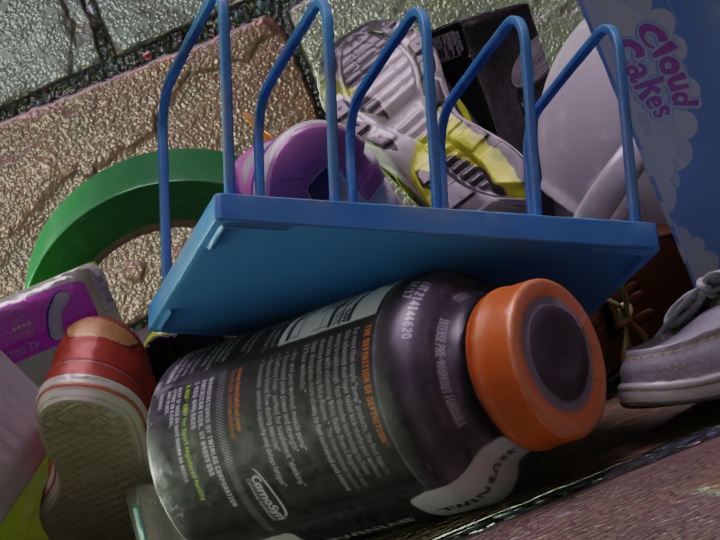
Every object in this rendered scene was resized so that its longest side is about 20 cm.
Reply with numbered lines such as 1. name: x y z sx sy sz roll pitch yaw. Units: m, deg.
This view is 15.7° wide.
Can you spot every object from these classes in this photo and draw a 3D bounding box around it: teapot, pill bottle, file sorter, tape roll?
1. teapot: 0.171 -0.048 1.471 0.146 0.200 0.197 -56 31 4
2. pill bottle: 0.009 0.062 1.152 0.200 0.106 0.106 -19 5 36
3. file sorter: 0.014 -0.045 1.190 0.200 0.123 0.139 4 -22 -16
4. tape roll: -0.103 0.026 1.576 0.200 0.201 0.048 -22 27 7

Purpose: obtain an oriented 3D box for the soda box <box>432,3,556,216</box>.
1. soda box: 0.091 -0.055 1.576 0.063 0.200 0.071 -17 2 45

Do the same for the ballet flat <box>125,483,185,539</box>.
1. ballet flat: -0.037 0.093 1.298 0.067 0.064 0.200 -18 5 45

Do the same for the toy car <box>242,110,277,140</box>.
1. toy car: -0.020 0.000 1.471 0.184 0.200 0.177 -22 4 -5

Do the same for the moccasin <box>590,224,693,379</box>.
1. moccasin: 0.101 0.032 1.308 0.201 0.074 0.078 -21 12 -29

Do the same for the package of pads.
1. package of pads: -0.214 0.102 1.501 0.200 0.155 0.068 -23 3 -2

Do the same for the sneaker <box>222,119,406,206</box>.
1. sneaker: 0.000 0.000 1.335 0.081 0.200 0.088 -51 30 -19

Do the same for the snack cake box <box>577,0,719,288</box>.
1. snack cake box: 0.181 -0.069 1.283 0.067 0.200 0.115 -21 4 24

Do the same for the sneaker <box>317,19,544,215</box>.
1. sneaker: 0.042 -0.065 1.517 0.074 0.200 0.085 -34 -37 -3

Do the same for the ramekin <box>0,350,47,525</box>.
1. ramekin: -0.238 0.118 1.353 0.202 0.094 0.202 -54 7 9

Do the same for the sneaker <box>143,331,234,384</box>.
1. sneaker: -0.092 0.072 1.374 0.200 0.074 0.081 -55 5 45

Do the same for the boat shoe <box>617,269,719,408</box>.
1. boat shoe: 0.193 0.008 1.169 0.202 0.065 0.074 -24 4 -24

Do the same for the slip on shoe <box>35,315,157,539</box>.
1. slip on shoe: -0.125 0.091 1.310 0.074 0.061 0.200 6 -33 4
